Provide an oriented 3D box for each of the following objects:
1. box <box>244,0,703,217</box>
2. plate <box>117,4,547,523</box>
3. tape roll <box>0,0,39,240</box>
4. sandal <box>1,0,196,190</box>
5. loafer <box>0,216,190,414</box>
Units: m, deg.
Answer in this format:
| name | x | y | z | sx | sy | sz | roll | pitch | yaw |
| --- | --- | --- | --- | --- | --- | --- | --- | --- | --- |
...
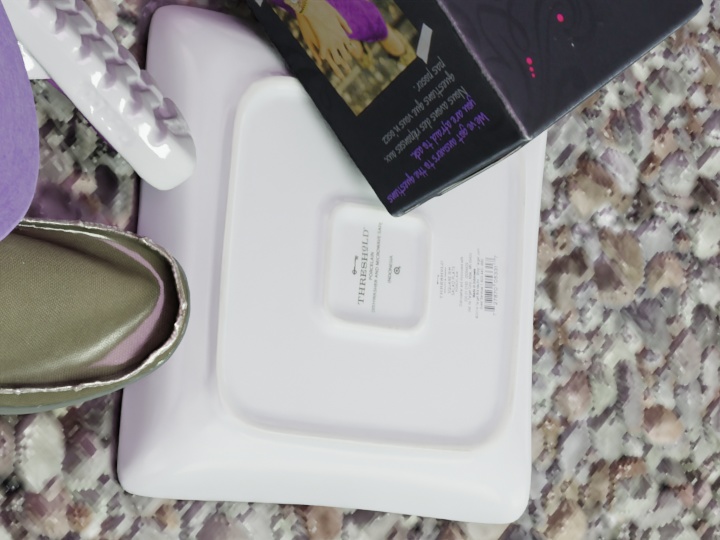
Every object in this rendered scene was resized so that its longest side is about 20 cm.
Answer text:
| name | x | y | z | sx | sy | sz | roll | pitch | yaw |
| --- | --- | --- | --- | --- | --- | --- | --- | --- | --- |
| box | 0.021 | -0.144 | 0.899 | 0.122 | 0.106 | 0.200 | -38 | 96 | -35 |
| plate | 0.000 | 0.000 | 0.938 | 0.199 | 0.032 | 0.200 | 8 | 80 | -31 |
| tape roll | -0.188 | -0.081 | 0.706 | 0.200 | 0.065 | 0.200 | 51 | 22 | -30 |
| sandal | -0.142 | -0.099 | 0.843 | 0.050 | 0.082 | 0.203 | -41 | 104 | 10 |
| loafer | -0.147 | 0.017 | 0.820 | 0.199 | 0.070 | 0.076 | -3 | 87 | -30 |
